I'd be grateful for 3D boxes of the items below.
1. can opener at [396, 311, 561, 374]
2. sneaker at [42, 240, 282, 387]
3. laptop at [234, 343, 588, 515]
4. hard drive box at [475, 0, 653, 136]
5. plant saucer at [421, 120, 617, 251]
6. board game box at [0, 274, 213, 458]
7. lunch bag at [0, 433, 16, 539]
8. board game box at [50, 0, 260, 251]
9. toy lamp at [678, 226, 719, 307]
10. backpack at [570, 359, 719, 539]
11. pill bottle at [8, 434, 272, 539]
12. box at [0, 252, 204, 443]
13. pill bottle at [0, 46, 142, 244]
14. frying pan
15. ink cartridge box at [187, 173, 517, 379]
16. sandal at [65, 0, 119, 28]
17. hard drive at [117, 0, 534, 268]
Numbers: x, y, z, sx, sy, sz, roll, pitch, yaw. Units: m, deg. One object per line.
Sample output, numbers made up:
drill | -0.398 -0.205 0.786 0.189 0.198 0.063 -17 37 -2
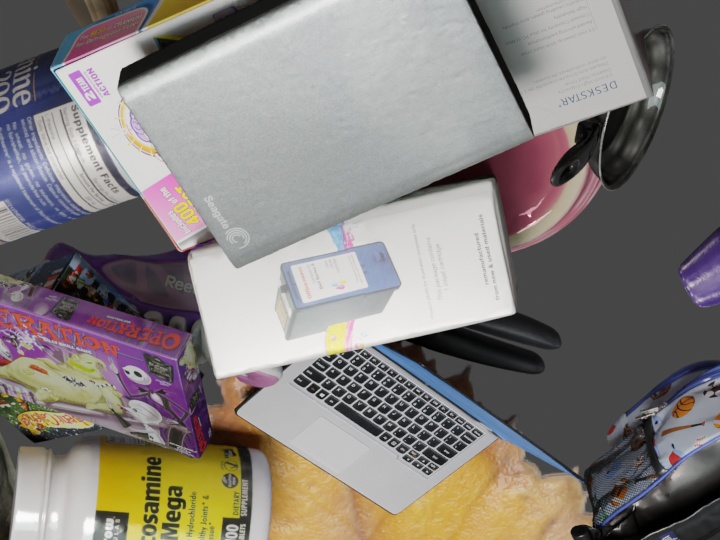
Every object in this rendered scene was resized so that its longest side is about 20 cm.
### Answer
can opener | 0.063 0.041 1.173 0.198 0.079 0.063 20 132 -29
sneaker | -0.137 0.013 1.149 0.198 0.089 0.081 20 167 9
laptop | 0.035 0.134 1.193 0.187 0.117 0.200 36 118 -28
hard drive box | 0.073 -0.179 0.937 0.154 0.077 0.201 -17 125 16
plant saucer | 0.083 -0.088 1.087 0.197 0.051 0.203 0 125 0
board game box | -0.201 0.060 1.072 0.198 0.032 0.121 16 139 17
lunch bag | -0.359 0.213 1.261 0.162 0.118 0.202 -9 130 7
board game box | -0.062 -0.108 0.932 0.198 0.041 0.154 -18 125 21
toy lamp | 0.323 -0.036 1.118 0.199 0.059 0.058 -30 120 21
backpack | 0.289 0.162 1.200 0.199 0.155 0.190 29 129 -26
pill bottle | -0.176 0.191 1.231 0.197 0.113 0.113 6 126 -13
box | -0.227 0.063 1.148 0.199 0.038 0.137 -15 127 44
pill bottle | -0.190 -0.095 1.045 0.198 0.112 0.112 -18 123 12
frying pan | 0.161 -0.086 1.024 0.031 0.190 0.116 22 145 25
ink cartridge box | 0.000 0.000 1.015 0.197 0.145 0.089 -11 94 6
sandal | -0.181 -0.257 0.971 0.069 0.077 0.214 -31 123 -18
hard drive | -0.019 -0.096 0.880 0.198 0.033 0.140 -23 123 14
